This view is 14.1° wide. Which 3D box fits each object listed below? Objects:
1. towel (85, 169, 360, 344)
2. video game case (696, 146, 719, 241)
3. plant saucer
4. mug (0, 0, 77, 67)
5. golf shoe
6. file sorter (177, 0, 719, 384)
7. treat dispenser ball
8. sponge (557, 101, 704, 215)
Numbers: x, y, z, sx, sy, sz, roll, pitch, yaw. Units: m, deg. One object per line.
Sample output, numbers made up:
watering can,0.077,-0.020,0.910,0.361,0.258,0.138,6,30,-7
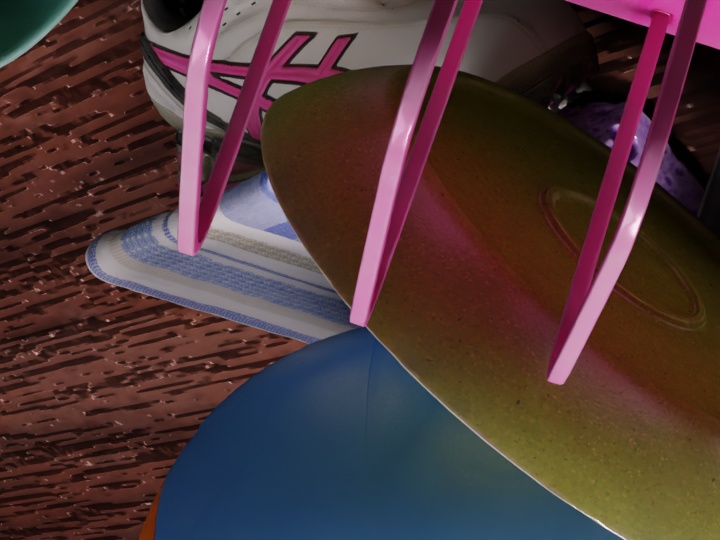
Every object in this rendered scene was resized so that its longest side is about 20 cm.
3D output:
towel,0.000,0.000,0.977,0.146,0.024,0.200,16,168,-19
video game case,0.162,0.064,0.855,0.200,0.023,0.182,51,158,22
plant saucer,0.063,0.006,0.783,0.200,0.031,0.200,33,-160,-14
mug,-0.150,-0.162,0.915,0.114,0.186,0.152,26,178,33
golf shoe,-0.008,-0.073,0.935,0.200,0.072,0.092,-4,110,50
file sorter,0.067,-0.044,0.654,0.199,0.126,0.139,18,158,2
treat dispenser ball,0.023,0.116,0.945,0.200,0.201,0.201,32,156,16
sponge,0.110,0.023,0.996,0.200,0.030,0.111,48,156,-24
